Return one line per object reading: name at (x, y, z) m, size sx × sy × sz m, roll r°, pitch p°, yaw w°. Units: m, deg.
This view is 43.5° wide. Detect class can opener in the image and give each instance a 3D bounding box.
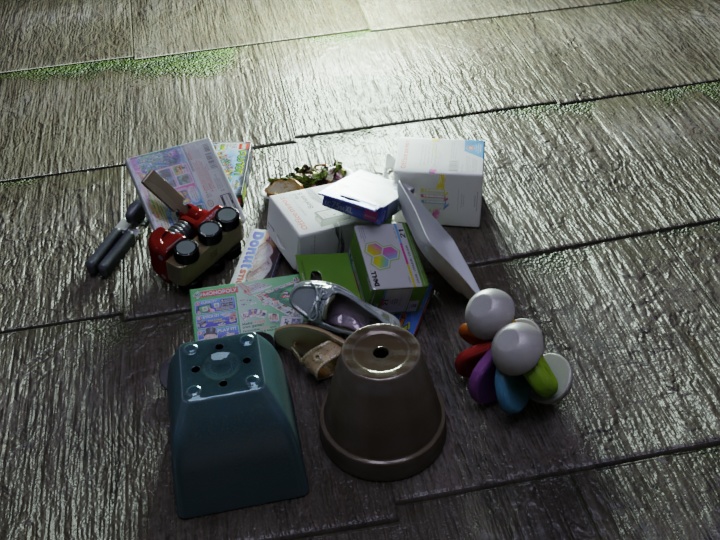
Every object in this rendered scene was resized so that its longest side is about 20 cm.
can opener at (-0.470, -0.070, 1.759) m, size 0.052 × 0.067 × 0.201 m, roll 11°, pitch 47°, yaw 14°

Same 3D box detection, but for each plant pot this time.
plant pot at (0.031, 0.181, 1.350) m, size 0.198 × 0.175 × 0.201 m, roll -2°, pitch 39°, yaw 2°
plant pot at (-0.189, 0.205, 1.313) m, size 0.194 × 0.201 × 0.197 m, roll -8°, pitch 41°, yaw -8°

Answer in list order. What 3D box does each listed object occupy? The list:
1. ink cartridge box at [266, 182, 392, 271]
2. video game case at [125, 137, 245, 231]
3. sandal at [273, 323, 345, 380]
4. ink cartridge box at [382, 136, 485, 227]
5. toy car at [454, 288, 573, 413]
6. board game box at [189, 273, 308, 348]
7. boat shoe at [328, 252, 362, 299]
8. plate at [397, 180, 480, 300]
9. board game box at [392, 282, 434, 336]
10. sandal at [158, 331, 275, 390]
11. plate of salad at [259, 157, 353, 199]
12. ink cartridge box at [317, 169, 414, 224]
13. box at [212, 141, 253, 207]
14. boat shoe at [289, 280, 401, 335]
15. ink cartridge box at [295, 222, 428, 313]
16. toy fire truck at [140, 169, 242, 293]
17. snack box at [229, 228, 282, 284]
ink cartridge box at (-0.061, -0.090, 1.721) m, size 0.198 × 0.085 × 0.146 m, roll -14°, pitch 42°, yaw -26°
video game case at (-0.349, -0.158, 1.801) m, size 0.181 × 0.024 × 0.201 m, roll -19°, pitch 74°, yaw -24°
sandal at (-0.051, 0.148, 1.471) m, size 0.209 × 0.078 × 0.070 m, roll 13°, pitch 49°, yaw 8°
ink cartridge box at (0.145, -0.178, 1.799) m, size 0.198 × 0.126 × 0.129 m, roll 4°, pitch 40°, yaw 8°
toy car at (0.224, 0.141, 1.420) m, size 0.150 × 0.175 × 0.200 m, roll -42°, pitch 45°, yaw 8°
board game box at (-0.193, 0.080, 1.570) m, size 0.198 × 0.029 × 0.135 m, roll -8°, pitch 53°, yaw -7°
boat shoe at (-0.021, 0.031, 1.627) m, size 0.073 × 0.063 × 0.202 m, roll 20°, pitch 50°, yaw 4°
plate at (0.137, -0.045, 1.621) m, size 0.032 × 0.199 × 0.201 m, roll -36°, pitch 40°, yaw 14°
board game box at (0.055, 0.083, 1.581) m, size 0.102 × 0.020 × 0.201 m, roll 10°, pitch 42°, yaw 16°
sandal at (-0.233, 0.151, 1.481) m, size 0.198 × 0.045 × 0.076 m, roll -16°, pitch 67°, yaw -10°
plate of salad at (-0.113, -0.190, 1.853) m, size 0.198 × 0.049 × 0.200 m, roll -11°, pitch 21°, yaw 4°
ink cartridge box at (0.011, -0.133, 1.652) m, size 0.118 × 0.042 × 0.200 m, roll 20°, pitch 22°, yaw 17°
box at (-0.293, -0.206, 1.925) m, size 0.109 × 0.035 × 0.201 m, roll -1°, pitch 40°, yaw 1°
boat shoe at (-0.030, 0.068, 1.470) m, size 0.201 × 0.065 × 0.075 m, roll 25°, pitch 89°, yaw 17°
ink cartridge box at (0.000, 0.000, 1.564) m, size 0.198 × 0.076 × 0.149 m, roll -4°, pitch 52°, yaw -17°
toy fire truck at (-0.344, -0.083, 1.699) m, size 0.199 × 0.129 × 0.176 m, roll 27°, pitch 49°, yaw 23°
snack box at (-0.194, -0.005, 1.692) m, size 0.071 × 0.024 × 0.201 m, roll 7°, pitch 41°, yaw 6°
